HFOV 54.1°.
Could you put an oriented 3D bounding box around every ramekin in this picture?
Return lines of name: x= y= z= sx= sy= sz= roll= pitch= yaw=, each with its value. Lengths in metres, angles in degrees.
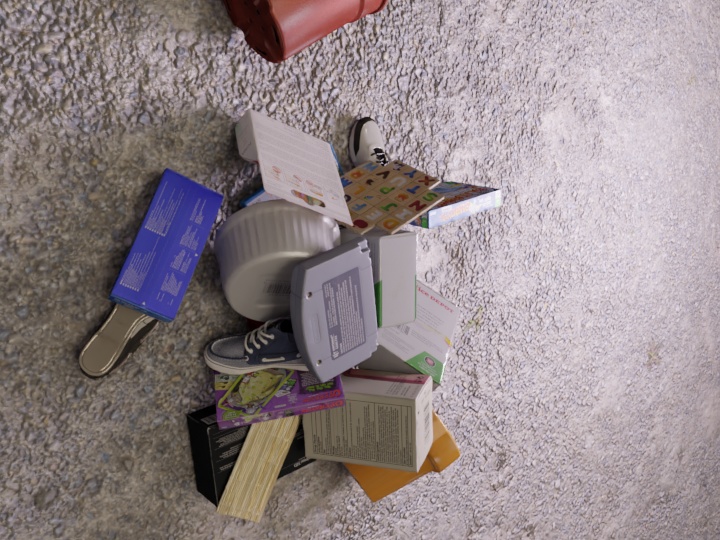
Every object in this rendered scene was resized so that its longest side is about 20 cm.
ramekin: x=-0.122 y=-0.006 z=1.079 sx=0.200 sy=0.200 sz=0.098 roll=25 pitch=39 yaw=-40

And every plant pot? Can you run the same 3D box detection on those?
plant pot: x=0.055 y=0.325 z=1.324 sx=0.183 sy=0.200 sz=0.201 roll=-37 pitch=122 yaw=-10
plant pot: x=-0.090 y=-0.425 z=1.050 sx=0.195 sy=0.200 sz=0.202 roll=-41 pitch=123 yaw=-18

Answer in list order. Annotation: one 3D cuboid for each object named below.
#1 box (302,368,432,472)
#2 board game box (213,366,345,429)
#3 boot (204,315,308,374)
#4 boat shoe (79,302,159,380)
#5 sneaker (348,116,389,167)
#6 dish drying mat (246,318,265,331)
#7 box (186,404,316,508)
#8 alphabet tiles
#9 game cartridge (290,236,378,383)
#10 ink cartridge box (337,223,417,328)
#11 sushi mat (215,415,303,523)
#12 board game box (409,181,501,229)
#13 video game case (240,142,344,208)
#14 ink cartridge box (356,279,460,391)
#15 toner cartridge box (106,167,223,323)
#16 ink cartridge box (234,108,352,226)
box: x=0.014 y=0.243 z=1.174 sx=0.109 sy=0.198 sz=0.129 roll=-36 pitch=126 yaw=-66
board game box: x=-0.131 y=0.177 z=1.118 sx=0.198 sy=0.121 sz=0.033 roll=-9 pitch=134 yaw=-7
boot: x=-0.150 y=0.108 z=1.102 sx=0.198 sy=0.073 sz=0.091 roll=-2 pitch=137 yaw=-2
boat shoe: x=-0.333 y=0.072 z=1.027 sx=0.067 sy=0.057 sz=0.201 roll=37 pitch=67 yaw=-1
sneaker: x=0.035 y=-0.176 z=1.261 sx=0.073 sy=0.080 sz=0.202 roll=-17 pitch=100 yaw=-35
dish drying mat: x=-0.111 y=0.048 z=1.226 sx=0.199 sy=0.018 sz=0.078 roll=-28 pitch=115 yaw=-33
box: x=-0.177 y=0.280 z=1.177 sx=0.199 sy=0.078 sz=0.143 roll=-16 pitch=106 yaw=-38
alphabet tiles: x=0.031 y=-0.123 z=1.147 sx=0.199 sy=0.166 sz=0.006 roll=-35 pitch=142 yaw=-34
game cartridge: x=-0.038 y=0.062 z=1.038 sx=0.132 sy=0.041 sz=0.202 roll=-27 pitch=127 yaw=-33
ink cartridge box: x=0.000 y=0.000 z=1.171 sx=0.082 sy=0.199 sz=0.148 roll=-9 pitch=104 yaw=-36
sushi mat: x=-0.158 y=0.303 z=1.139 sx=0.095 sy=0.012 sz=0.202 roll=29 pitch=80 yaw=-40
board game box: x=0.152 y=-0.127 z=1.340 sx=0.199 sy=0.135 sz=0.035 roll=-19 pitch=115 yaw=-37
video game case: x=-0.098 y=-0.107 z=1.208 sx=0.200 sy=0.018 sz=0.144 roll=-40 pitch=121 yaw=-28
ink cartridge box: x=0.087 y=0.116 z=1.276 sx=0.145 sy=0.088 sz=0.201 roll=33 pitch=42 yaw=-7
toner cartridge box: x=-0.277 y=-0.035 z=1.013 sx=0.094 sy=0.043 sz=0.202 roll=26 pitch=70 yaw=-20
ink cartridge box: x=-0.103 y=-0.148 z=1.082 sx=0.160 sy=0.201 sz=0.050 roll=19 pitch=130 yaw=-34
